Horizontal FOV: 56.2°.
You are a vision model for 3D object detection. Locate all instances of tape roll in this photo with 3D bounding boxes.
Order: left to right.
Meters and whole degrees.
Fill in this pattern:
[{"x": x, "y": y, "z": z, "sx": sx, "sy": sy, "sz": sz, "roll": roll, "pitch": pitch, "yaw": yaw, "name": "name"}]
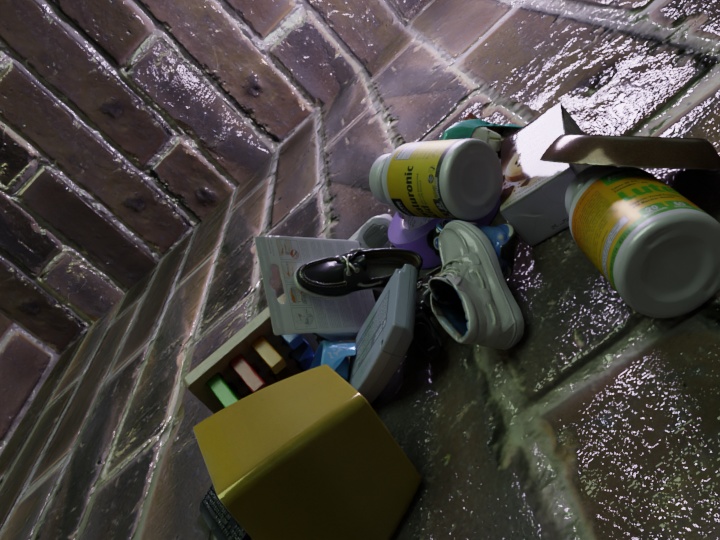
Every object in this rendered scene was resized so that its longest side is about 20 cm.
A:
[{"x": 0.142, "y": -0.099, "z": 1.154, "sx": 0.200, "sy": 0.066, "sz": 0.200, "roll": -39, "pitch": 22, "yaw": 19, "name": "tape roll"}]

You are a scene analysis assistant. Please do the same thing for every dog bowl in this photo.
[{"x": -0.049, "y": 0.178, "z": 0.972, "sx": 0.200, "sy": 0.049, "sz": 0.112, "roll": -86, "pitch": 17, "yaw": -59, "name": "dog bowl"}]

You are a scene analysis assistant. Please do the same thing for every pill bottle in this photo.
[{"x": 0.102, "y": -0.133, "z": 0.988, "sx": 0.112, "sy": 0.111, "sz": 0.200, "roll": -52, "pitch": 30, "yaw": -17, "name": "pill bottle"}, {"x": 0.290, "y": -0.045, "z": 0.719, "sx": 0.111, "sy": 0.111, "sz": 0.200, "roll": -40, "pitch": 22, "yaw": 15, "name": "pill bottle"}]

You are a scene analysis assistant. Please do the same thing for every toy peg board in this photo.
[{"x": -0.135, "y": 0.176, "z": 1.049, "sx": 0.199, "sy": 0.200, "sz": 0.098, "roll": -40, "pitch": 57, "yaw": -13, "name": "toy peg board"}]

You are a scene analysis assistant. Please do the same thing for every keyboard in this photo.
[{"x": -0.189, "y": 0.345, "z": 1.034, "sx": 0.127, "sy": 0.021, "sz": 0.200, "roll": -52, "pitch": 23, "yaw": -15, "name": "keyboard"}]

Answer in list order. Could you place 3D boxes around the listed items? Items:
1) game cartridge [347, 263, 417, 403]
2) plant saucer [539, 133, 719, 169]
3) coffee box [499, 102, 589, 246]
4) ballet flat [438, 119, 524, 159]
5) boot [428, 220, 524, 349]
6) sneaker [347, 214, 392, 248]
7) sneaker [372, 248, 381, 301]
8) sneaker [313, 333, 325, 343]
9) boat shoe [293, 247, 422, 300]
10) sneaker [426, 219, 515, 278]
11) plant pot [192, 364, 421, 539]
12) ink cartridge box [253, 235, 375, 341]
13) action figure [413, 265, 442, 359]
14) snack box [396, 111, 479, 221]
[{"x": 0.027, "y": 0.101, "z": 0.935, "sx": 0.200, "sy": 0.040, "sz": 0.134, "roll": 118, "pitch": 170, "yaw": -45, "name": "game cartridge"}, {"x": 0.309, "y": -0.138, "z": 0.774, "sx": 0.199, "sy": 0.035, "sz": 0.200, "roll": 1, "pitch": 12, "yaw": 0, "name": "plant saucer"}, {"x": 0.269, "y": -0.143, "z": 0.975, "sx": 0.113, "sy": 0.080, "sz": 0.201, "roll": -33, "pitch": 25, "yaw": 31, "name": "coffee box"}, {"x": 0.217, "y": -0.212, "z": 1.104, "sx": 0.199, "sy": 0.068, "sz": 0.070, "roll": -11, "pitch": 21, "yaw": -38, "name": "ballet flat"}, {"x": 0.125, "y": 0.008, "z": 0.843, "sx": 0.074, "sy": 0.095, "sz": 0.201, "roll": -55, "pitch": 43, "yaw": 34, "name": "boot"}, {"x": -0.002, "y": -0.036, "z": 1.318, "sx": 0.200, "sy": 0.078, "sz": 0.099, "roll": -38, "pitch": 6, "yaw": 21, "name": "sneaker"}, {"x": 0.031, "y": 0.001, "z": 1.173, "sx": 0.087, "sy": 0.075, "sz": 0.200, "roll": -24, "pitch": 28, "yaw": -11, "name": "sneaker"}, {"x": -0.098, "y": 0.108, "z": 1.236, "sx": 0.199, "sy": 0.076, "sz": 0.116, "roll": -29, "pitch": 20, "yaw": 13, "name": "sneaker"}, {"x": 0.000, "y": 0.000, "z": 1.013, "sx": 0.060, "sy": 0.199, "sz": 0.074, "roll": 118, "pitch": 147, "yaw": -50, "name": "boat shoe"}, {"x": 0.151, "y": -0.031, "z": 0.956, "sx": 0.200, "sy": 0.089, "sz": 0.079, "roll": -163, "pitch": 74, "yaw": -72, "name": "sneaker"}, {"x": -0.051, "y": 0.228, "z": 0.777, "sx": 0.176, "sy": 0.201, "sz": 0.200, "roll": -38, "pitch": 20, "yaw": -11, "name": "plant pot"}, {"x": -0.071, "y": 0.030, "z": 1.042, "sx": 0.047, "sy": 0.199, "sz": 0.161, "roll": -37, "pitch": 61, "yaw": 46, "name": "ink cartridge box"}, {"x": 0.099, "y": 0.051, "z": 0.966, "sx": 0.130, "sy": 0.069, "sz": 0.200, "roll": -48, "pitch": 6, "yaw": 12, "name": "action figure"}, {"x": 0.131, "y": -0.174, "z": 1.138, "sx": 0.200, "sy": 0.024, "sz": 0.072, "roll": -50, "pitch": -16, "yaw": -10, "name": "snack box"}]
